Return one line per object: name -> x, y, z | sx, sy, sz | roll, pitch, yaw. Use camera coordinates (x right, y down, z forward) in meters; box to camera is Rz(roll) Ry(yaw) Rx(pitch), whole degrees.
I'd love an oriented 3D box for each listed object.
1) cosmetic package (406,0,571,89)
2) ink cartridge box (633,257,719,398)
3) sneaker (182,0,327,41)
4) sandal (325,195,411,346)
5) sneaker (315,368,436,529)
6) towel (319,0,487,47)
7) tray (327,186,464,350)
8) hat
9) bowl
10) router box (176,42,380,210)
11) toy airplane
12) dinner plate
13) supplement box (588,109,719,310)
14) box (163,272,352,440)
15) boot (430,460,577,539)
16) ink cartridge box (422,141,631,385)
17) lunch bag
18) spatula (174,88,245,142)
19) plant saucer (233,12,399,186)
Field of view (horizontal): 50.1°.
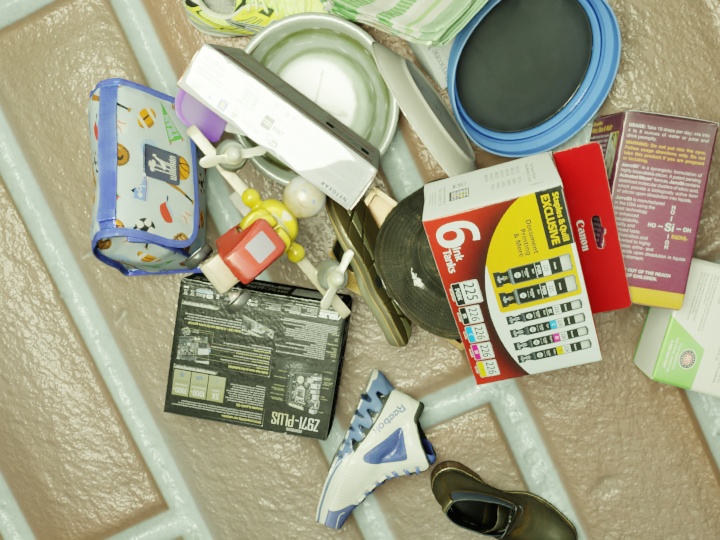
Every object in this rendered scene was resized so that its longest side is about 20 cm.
cosmetic package -> 0.136, -0.309, 0.849 | 0.199, 0.081, 0.113 | -36, 124, 6
ink cartridge box -> 0.443, 0.075, 0.893 | 0.199, 0.084, 0.147 | 15, 98, 2
sneaker -> -0.107, -0.299, 0.886 | 0.198, 0.076, 0.076 | -1, 95, 2
sandal -> 0.000, 0.000, 0.888 | 0.054, 0.080, 0.201 | -19, 100, 27
sneaker -> 0.027, 0.234, 0.939 | 0.114, 0.081, 0.201 | 23, 96, 3
towel -> 0.060, -0.305, 0.795 | 0.153, 0.200, 0.023 | -48, 136, -8
tray -> 0.070, -0.003, 0.931 | 0.199, 0.037, 0.099 | 36, 97, -2
hat -> 0.120, -0.025, 0.862 | 0.199, 0.081, 0.202 | 5, 73, -17
bowl -> 0.187, -0.224, 0.849 | 0.199, 0.039, 0.202 | -9, 126, -13
router box -> -0.072, -0.153, 0.795 | 0.199, 0.180, 0.049 | 36, 103, -6
toy airplane -> -0.092, -0.051, 0.822 | 0.141, 0.200, 0.200 | -37, 57, 17
dinner plate -> 0.078, -0.167, 0.828 | 0.024, 0.200, 0.201 | -34, 94, 18
supplement box -> 0.308, -0.070, 0.862 | 0.102, 0.131, 0.202 | 9, 98, 2
box -> -0.120, 0.099, 0.928 | 0.198, 0.086, 0.165 | 9, 97, 3
boot -> 0.176, 0.306, 0.930 | 0.199, 0.097, 0.075 | 24, 98, 1
ink cartridge box -> 0.171, -0.004, 0.757 | 0.174, 0.084, 0.201 | -15, 118, 15
lunch bag -> -0.233, -0.092, 0.837 | 0.123, 0.200, 0.171 | -5, 78, 3
spatula -> -0.113, -0.146, 0.853 | 0.199, 0.021, 0.057 | 25, 65, -21
plant saucer -> -0.054, -0.195, 0.902 | 0.198, 0.050, 0.202 | 0, 105, 2
